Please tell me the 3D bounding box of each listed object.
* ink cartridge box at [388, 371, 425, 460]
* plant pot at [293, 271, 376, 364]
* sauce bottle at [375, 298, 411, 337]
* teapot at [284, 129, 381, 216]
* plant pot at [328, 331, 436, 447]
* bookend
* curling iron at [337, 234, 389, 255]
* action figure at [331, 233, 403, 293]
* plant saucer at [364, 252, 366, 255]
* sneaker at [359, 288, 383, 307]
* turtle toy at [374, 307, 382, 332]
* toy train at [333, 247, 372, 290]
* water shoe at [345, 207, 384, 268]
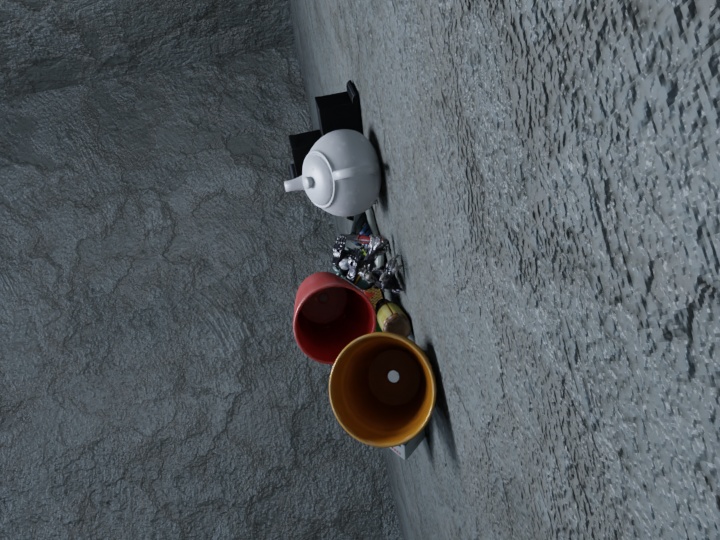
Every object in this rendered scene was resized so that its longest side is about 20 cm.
[{"bbox_3d":[0.073,0.324,1.231,0.145,0.083,0.202,30,145,33],"label":"ink cartridge box"},{"bbox_3d":[-0.077,0.097,1.286,0.177,0.197,0.204,-128,25,-67],"label":"plant pot"},{"bbox_3d":[0.070,0.107,1.226,0.200,0.065,0.067,-113,12,-78],"label":"sauce bottle"},{"bbox_3d":[-0.057,-0.201,1.136,0.198,0.144,0.202,51,139,25],"label":"teapot"},{"bbox_3d":[0.055,0.221,1.040,0.183,0.196,0.204,20,-123,-78],"label":"plant pot"},{"bbox_3d":[-0.096,-0.333,1.302,0.093,0.196,0.201,-109,7,-49],"label":"bookend"},{"bbox_3d":[0.000,-0.071,1.291,0.199,0.049,0.026,23,144,52],"label":"curling iron"},{"bbox_3d":[0.034,-0.014,1.125,0.119,0.103,0.199,39,-169,38],"label":"action figure"},{"bbox_3d":[0.015,-0.109,1.530,0.200,0.030,0.204,168,90,-85],"label":"plant saucer"},{"bbox_3d":[0.037,0.087,1.564,0.090,0.073,0.204,58,-154,-80],"label":"sneaker"},{"bbox_3d":[0.043,0.154,1.411,0.200,0.099,0.149,-127,27,-80],"label":"turtle toy"},{"bbox_3d":[0.000,0.000,1.411,0.113,0.086,0.200,36,-174,10],"label":"toy train"},{"bbox_3d":[0.010,-0.078,1.370,0.072,0.077,0.203,87,170,-62],"label":"water shoe"}]
